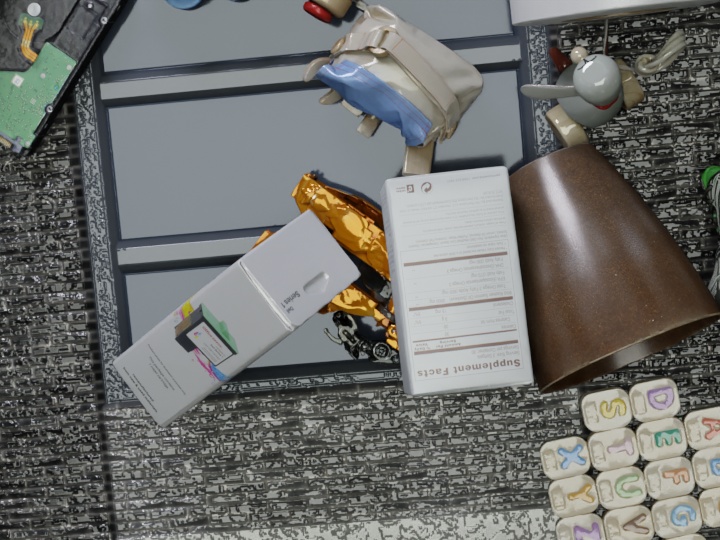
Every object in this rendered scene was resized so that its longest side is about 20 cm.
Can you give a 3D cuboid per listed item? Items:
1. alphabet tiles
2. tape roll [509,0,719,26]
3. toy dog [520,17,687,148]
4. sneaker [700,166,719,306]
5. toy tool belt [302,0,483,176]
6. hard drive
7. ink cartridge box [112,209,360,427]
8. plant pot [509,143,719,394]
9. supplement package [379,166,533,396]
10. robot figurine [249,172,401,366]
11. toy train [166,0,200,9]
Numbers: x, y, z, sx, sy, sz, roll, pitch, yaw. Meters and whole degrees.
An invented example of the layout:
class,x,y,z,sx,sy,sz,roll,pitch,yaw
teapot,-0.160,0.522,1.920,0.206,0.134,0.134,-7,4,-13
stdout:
class,x,y,z,sx,sy,sz,roll,pitch,yaw
alphabet tiles,0.284,0.211,1.753,0.194,0.015,0.201,-11,94,5
tape roll,0.231,-0.304,1.611,0.201,0.203,0.140,-6,95,5
toy dog,0.209,-0.186,1.642,0.132,0.200,0.096,-35,81,-18
sneaker,0.364,-0.055,1.697,0.085,0.078,0.201,15,88,9
toy tool belt,0.009,-0.185,1.679,0.199,0.125,0.123,33,91,-2
hard drive,-0.335,-0.232,1.741,0.139,0.038,0.201,32,96,1
ink cartridge box,-0.116,0.045,1.662,0.200,0.145,0.084,-37,92,35
plant pot,0.218,-0.012,1.666,0.186,0.187,0.201,-23,79,6
supplement package,0.088,0.013,1.640,0.117,0.117,0.201,-7,88,-3
robot figurine,0.000,0.000,1.730,0.200,0.058,0.145,37,97,1
toy train,-0.131,-0.322,1.696,0.199,0.087,0.115,-8,89,5
